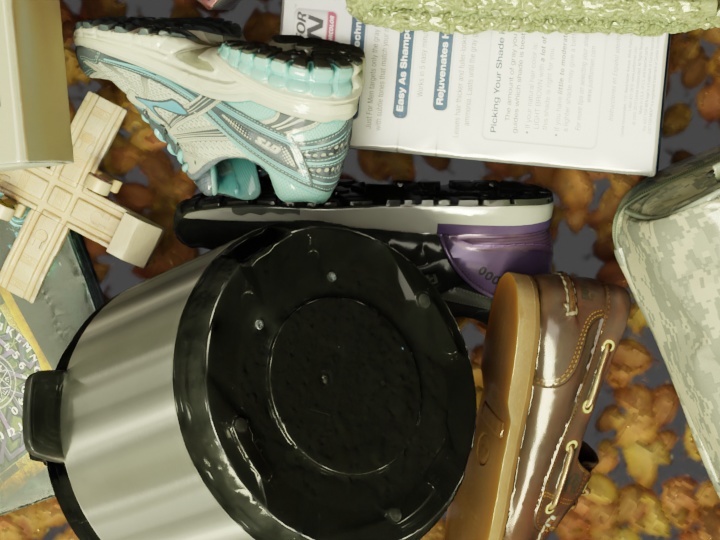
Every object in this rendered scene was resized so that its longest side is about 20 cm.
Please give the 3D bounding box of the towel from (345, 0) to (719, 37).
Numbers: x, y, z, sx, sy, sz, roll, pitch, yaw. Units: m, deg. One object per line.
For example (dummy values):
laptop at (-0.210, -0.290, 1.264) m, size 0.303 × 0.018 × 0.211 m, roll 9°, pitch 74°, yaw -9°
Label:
towel at (0.092, -0.174, 1.367) m, size 0.199 × 0.037 × 0.149 m, roll 0°, pitch 52°, yaw 1°

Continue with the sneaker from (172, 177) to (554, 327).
sneaker at (0.000, 0.000, 1.422) m, size 0.199 × 0.076 × 0.088 m, roll 2°, pitch 102°, yaw 6°

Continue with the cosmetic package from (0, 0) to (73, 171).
cosmetic package at (-0.208, -0.146, 1.355) m, size 0.105 × 0.071 × 0.201 m, roll -4°, pitch 91°, yaw 16°

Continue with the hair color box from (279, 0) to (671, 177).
hair color box at (0.059, -0.108, 1.408) m, size 0.199 × 0.061 × 0.100 m, roll 6°, pitch 96°, yaw 6°

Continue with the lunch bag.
lunch bag at (0.215, 0.033, 1.351) m, size 0.139 × 0.168 × 0.200 m, roll -22°, pitch 94°, yaw 9°

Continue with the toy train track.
toy train track at (-0.197, -0.057, 1.429) m, size 0.200 × 0.033 × 0.115 m, roll 27°, pitch 98°, yaw 5°

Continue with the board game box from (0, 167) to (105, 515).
board game box at (-0.203, 0.030, 1.469) m, size 0.135 × 0.028 × 0.200 m, roll -19°, pitch 93°, yaw 8°

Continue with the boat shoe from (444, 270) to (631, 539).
boat shoe at (0.092, 0.095, 1.411) m, size 0.070 × 0.070 × 0.200 m, roll 4°, pitch 118°, yaw -18°

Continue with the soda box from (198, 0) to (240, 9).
soda box at (-0.120, -0.226, 1.411) m, size 0.063 × 0.070 × 0.200 m, roll -44°, pitch 90°, yaw 10°

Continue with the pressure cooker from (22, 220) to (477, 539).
pressure cooker at (-0.059, 0.077, 1.369) m, size 0.176 × 0.179 × 0.200 m, roll 52°, pitch 144°, yaw -13°

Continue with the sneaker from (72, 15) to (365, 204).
sneaker at (-0.082, -0.081, 1.380) m, size 0.200 × 0.078 × 0.087 m, roll 18°, pitch 108°, yaw 47°
